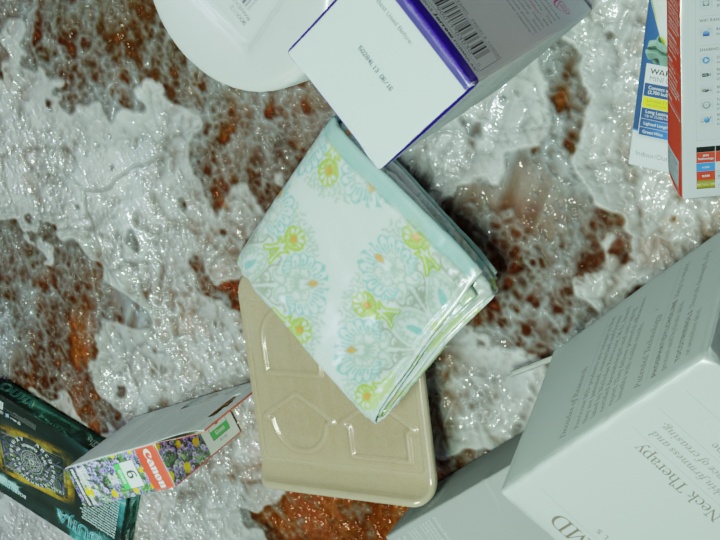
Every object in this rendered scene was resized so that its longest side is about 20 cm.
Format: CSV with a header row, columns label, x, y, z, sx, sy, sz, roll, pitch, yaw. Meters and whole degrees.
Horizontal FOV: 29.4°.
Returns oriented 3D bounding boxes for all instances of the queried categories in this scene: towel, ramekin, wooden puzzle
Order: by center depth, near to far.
label,x,y,z,sx,sy,sz,roll,pitch,yaw
ramekin,-0.070,-0.235,1.052,0.199,0.098,0.202,14,119,27
towel,0.000,0.000,1.119,0.200,0.048,0.171,48,118,19
wooden puzzle,-0.016,0.097,1.203,0.184,0.046,0.202,1,100,33

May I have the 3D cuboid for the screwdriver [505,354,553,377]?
label,x,y,z,sx,sy,sz,roll,pitch,yaw
screwdriver,0.188,0.054,1.062,0.199,0.029,0.028,-26,97,33

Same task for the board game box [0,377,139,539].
label,x,y,z,sx,sy,sz,roll,pitch,yaw
board game box,-0.326,0.218,1.482,0.199,0.028,0.136,28,125,19

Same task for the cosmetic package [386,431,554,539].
label,x,y,z,sx,sy,sz,roll,pitch,yaw
cosmetic package,0.129,0.206,1.144,0.200,0.090,0.107,-36,92,36

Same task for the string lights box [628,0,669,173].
label,x,y,z,sx,sy,sz,roll,pitch,yaw
string lights box,0.244,-0.162,0.906,0.102,0.059,0.202,15,120,26

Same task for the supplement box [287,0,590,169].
label,x,y,z,sx,sy,sz,roll,pitch,yaw
supplement box,0.059,-0.165,0.936,0.101,0.200,0.103,52,130,1

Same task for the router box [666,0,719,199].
label,x,y,z,sx,sy,sz,roll,pitch,yaw
router box,0.289,-0.142,0.832,0.198,0.049,0.181,-4,116,4

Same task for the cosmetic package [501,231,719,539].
label,x,y,z,sx,sy,sz,roll,pitch,yaw
cosmetic package,0.238,0.110,0.955,0.167,0.167,0.200,41,130,-8

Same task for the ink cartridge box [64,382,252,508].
label,x,y,z,sx,sy,sz,roll,pitch,yaw
ink cartridge box,-0.177,0.166,1.308,0.199,0.109,0.051,-19,102,38
